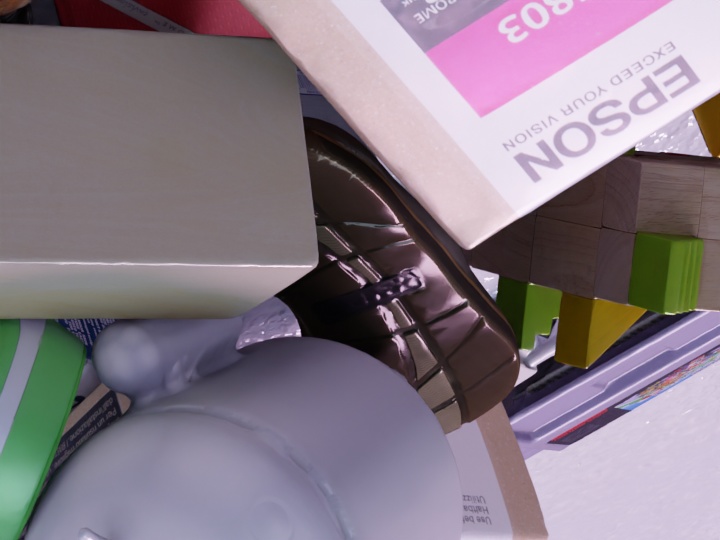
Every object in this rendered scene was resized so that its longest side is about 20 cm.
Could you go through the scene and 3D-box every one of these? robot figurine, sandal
[{"bbox_3d":[-0.037,0.090,0.915,0.113,0.170,0.200,-22,-177,26],"label":"robot figurine"},{"bbox_3d":[0.000,0.000,0.995,0.081,0.055,0.200,-19,141,15],"label":"sandal"}]

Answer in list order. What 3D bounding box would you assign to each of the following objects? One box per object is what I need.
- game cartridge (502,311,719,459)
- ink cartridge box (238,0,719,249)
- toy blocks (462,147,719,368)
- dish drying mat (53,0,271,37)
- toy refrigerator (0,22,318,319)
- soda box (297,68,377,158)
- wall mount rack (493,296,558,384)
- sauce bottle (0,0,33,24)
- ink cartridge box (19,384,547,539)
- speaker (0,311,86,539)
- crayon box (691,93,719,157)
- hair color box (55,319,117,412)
[{"bbox_3d":[0.130,0.039,1.316,0.200,0.038,0.130,-31,163,13],"label":"game cartridge"},{"bbox_3d":[0.065,-0.122,0.857,0.200,0.075,0.165,-33,130,14],"label":"ink cartridge box"},{"bbox_3d":[0.126,-0.016,1.049,0.136,0.100,0.200,4,-175,-24],"label":"toy blocks"},{"bbox_3d":[-0.003,-0.106,0.917,0.199,0.018,0.077,-14,126,-3],"label":"dish drying mat"},{"bbox_3d":[-0.119,-0.028,0.840,0.199,0.076,0.070,0,164,-29],"label":"toy refrigerator"},{"bbox_3d":[-0.090,-0.033,0.982,0.199,0.064,0.068,-1,146,-40],"label":"soda box"},{"bbox_3d":[0.025,0.039,1.220,0.200,0.075,0.174,-33,150,23],"label":"wall mount rack"},{"bbox_3d":[-0.113,-0.112,0.801,0.066,0.066,0.200,-15,158,-16],"label":"sauce bottle"},{"bbox_3d":[-0.052,0.115,1.125,0.199,0.075,0.165,7,142,-42],"label":"ink cartridge box"},{"bbox_3d":[-0.191,0.021,0.876,0.199,0.089,0.089,21,142,-9],"label":"speaker"},{"bbox_3d":[0.253,-0.101,1.142,0.200,0.058,0.172,7,141,-46],"label":"crayon box"},{"bbox_3d":[-0.156,0.032,1.058,0.100,0.061,0.200,-32,153,18],"label":"hair color box"}]
